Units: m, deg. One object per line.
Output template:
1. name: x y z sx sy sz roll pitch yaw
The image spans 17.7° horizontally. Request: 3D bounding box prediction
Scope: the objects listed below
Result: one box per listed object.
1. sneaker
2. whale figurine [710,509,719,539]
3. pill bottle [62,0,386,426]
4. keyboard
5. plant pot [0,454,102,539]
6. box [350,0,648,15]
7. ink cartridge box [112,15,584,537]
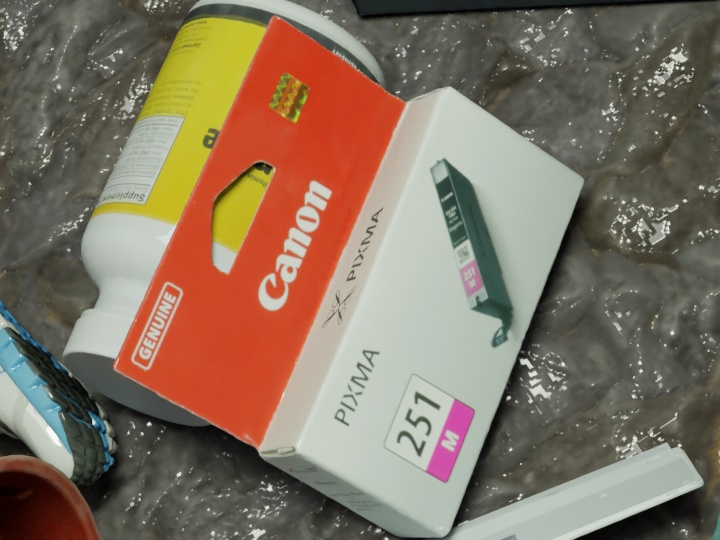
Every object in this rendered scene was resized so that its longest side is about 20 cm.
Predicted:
1. sneaker: -0.201 0.056 1.168 0.087 0.075 0.200 -46 56 -2
2. whale figurine: 0.132 0.171 1.007 0.200 0.104 0.159 -43 63 -9
3. pill bottle: -0.071 -0.029 1.146 0.112 0.112 0.200 15 70 20
4. keyboard: 0.062 0.128 1.077 0.200 0.011 0.056 -22 17 2
5. plant pot: -0.247 0.175 1.056 0.195 0.201 0.201 4 66 24
6. box: 0.087 -0.251 1.209 0.200 0.124 0.197 -1 63 12
7. ink cartridge box: 0.000 0.000 1.095 0.044 0.174 0.200 -11 52 58
